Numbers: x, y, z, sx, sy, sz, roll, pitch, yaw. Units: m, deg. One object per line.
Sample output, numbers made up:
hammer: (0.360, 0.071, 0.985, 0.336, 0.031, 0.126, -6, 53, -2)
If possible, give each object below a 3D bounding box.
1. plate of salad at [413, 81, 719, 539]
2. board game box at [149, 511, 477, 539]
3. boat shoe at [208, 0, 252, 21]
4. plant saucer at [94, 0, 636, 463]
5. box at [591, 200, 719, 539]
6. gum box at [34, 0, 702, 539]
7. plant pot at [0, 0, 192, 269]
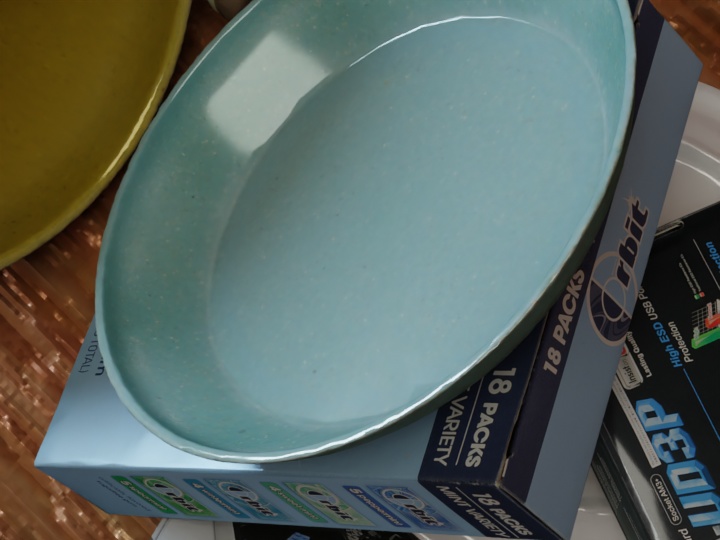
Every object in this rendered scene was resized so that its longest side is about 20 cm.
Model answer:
plate of salad: (0.084, 0.021, 0.752, 0.199, 0.048, 0.201, -1, 70, 2)
board game box: (0.024, 0.124, 0.726, 0.199, 0.035, 0.126, 20, 51, 12)
boat shoe: (-0.003, -0.186, 0.799, 0.076, 0.072, 0.200, 42, 89, 25)
plant saucer: (0.005, -0.024, 0.657, 0.199, 0.036, 0.201, -22, 48, 27)
box: (0.164, 0.065, 0.683, 0.158, 0.046, 0.201, -23, 71, -6)
gum box: (0.000, 0.000, 0.705, 0.199, 0.045, 0.170, -4, 58, 41)
plant pot: (-0.181, -0.112, 0.766, 0.142, 0.200, 0.200, 31, 86, 37)
